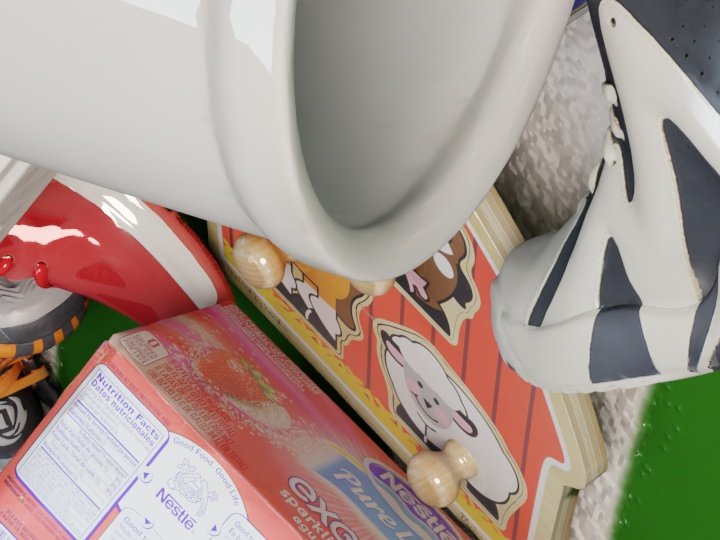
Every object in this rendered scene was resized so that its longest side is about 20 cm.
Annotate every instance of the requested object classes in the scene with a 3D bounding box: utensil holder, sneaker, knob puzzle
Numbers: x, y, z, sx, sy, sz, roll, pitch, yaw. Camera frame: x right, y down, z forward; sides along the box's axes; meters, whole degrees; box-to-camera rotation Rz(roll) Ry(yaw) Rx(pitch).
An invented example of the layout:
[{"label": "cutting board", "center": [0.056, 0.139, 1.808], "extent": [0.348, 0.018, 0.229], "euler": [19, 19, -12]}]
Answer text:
[{"label": "utensil holder", "center": [-0.064, -0.104, 0.677], "extent": [0.200, 0.170, 0.170], "euler": [16, 131, 22]}, {"label": "sneaker", "center": [-0.143, 0.027, 1.118], "extent": [0.200, 0.077, 0.112], "euler": [23, 138, 62]}, {"label": "sneaker", "center": [-0.148, -0.012, 0.967], "extent": [0.200, 0.116, 0.078], "euler": [39, 170, -5]}, {"label": "sneaker", "center": [0.086, -0.040, 0.705], "extent": [0.199, 0.079, 0.130], "euler": [180, 77, -69]}, {"label": "knob puzzle", "center": [0.000, 0.000, 0.872], "extent": [0.220, 0.030, 0.220], "euler": [46, 157, 26]}]

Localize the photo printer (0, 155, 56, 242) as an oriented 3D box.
[{"label": "photo printer", "center": [-0.171, -0.092, 0.855], "extent": [0.200, 0.069, 0.166], "euler": [47, 130, 2]}]

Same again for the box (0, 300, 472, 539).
[{"label": "box", "center": [-0.021, 0.116, 0.911], "extent": [0.200, 0.095, 0.103], "euler": [44, 112, 12]}]

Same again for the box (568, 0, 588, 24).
[{"label": "box", "center": [0.002, -0.151, 0.776], "extent": [0.200, 0.032, 0.121], "euler": [60, 150, 0]}]
